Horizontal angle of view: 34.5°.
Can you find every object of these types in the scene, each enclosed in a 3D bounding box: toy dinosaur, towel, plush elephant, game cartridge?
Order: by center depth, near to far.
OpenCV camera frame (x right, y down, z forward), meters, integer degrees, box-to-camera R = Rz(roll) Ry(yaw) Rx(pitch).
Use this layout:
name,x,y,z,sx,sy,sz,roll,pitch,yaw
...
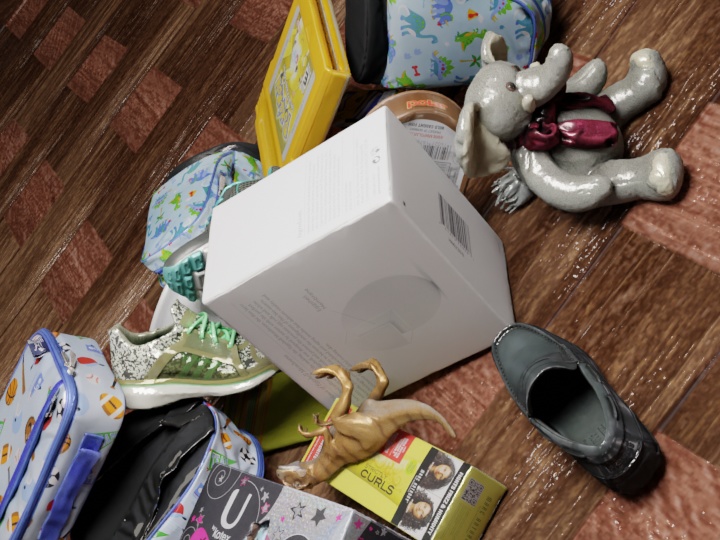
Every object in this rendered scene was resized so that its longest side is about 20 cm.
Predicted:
name,x,y,z,sx,sy,sz,roll,pitch,yaw
toy dinosaur,0.009,0.125,0.968,0.199,0.060,0.108,-33,62,36
plush elephant,0.159,-0.135,1.002,0.198,0.154,0.167,-22,44,37
towel,-0.071,0.140,1.166,0.198,0.018,0.087,-21,49,39
game cartridge,-0.070,-0.188,1.254,0.178,0.032,0.201,-104,31,-42

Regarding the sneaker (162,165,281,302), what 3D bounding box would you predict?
name,x,y,z,sx,sy,sz,roll,pitch,yaw
sneaker,-0.119,-0.040,1.129,0.199,0.079,0.091,-30,52,-35

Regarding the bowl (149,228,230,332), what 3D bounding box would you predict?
name,x,y,z,sx,sy,sz,roll,pitch,yaw
bowl,-0.129,0.052,1.202,0.089,0.201,0.203,25,77,17

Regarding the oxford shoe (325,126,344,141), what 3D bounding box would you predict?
name,x,y,z,sx,sy,sz,roll,pitch,yaw
oxford shoe,0.010,-0.094,1.208,0.199,0.073,0.072,37,106,45

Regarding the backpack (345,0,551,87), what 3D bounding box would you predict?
name,x,y,z,sx,sy,sz,roll,pitch,yaw
backpack,0.093,-0.260,1.171,0.196,0.165,0.155,-9,42,-15

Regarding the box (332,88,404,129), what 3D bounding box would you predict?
name,x,y,z,sx,sy,sz,roll,pitch,yaw
box,-0.007,-0.158,1.305,0.199,0.070,0.065,9,68,53

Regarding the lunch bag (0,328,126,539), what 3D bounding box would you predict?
name,x,y,z,sx,sy,sz,roll,pitch,yaw
lunch bag,-0.289,0.161,1.069,0.202,0.075,0.160,-64,34,14

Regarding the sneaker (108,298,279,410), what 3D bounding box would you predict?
name,x,y,z,sx,sy,sz,roll,pitch,yaw
sneaker,-0.151,0.070,1.091,0.196,0.090,0.077,-12,15,-3

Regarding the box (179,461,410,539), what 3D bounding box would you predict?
name,x,y,z,sx,sy,sz,roll,pitch,yaw
box,-0.045,0.243,0.932,0.198,0.132,0.116,3,63,51

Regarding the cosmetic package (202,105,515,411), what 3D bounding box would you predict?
name,x,y,z,sx,sy,sz,roll,pitch,yaw
cosmetic package,0.000,0.000,1.022,0.198,0.199,0.124,-28,40,23

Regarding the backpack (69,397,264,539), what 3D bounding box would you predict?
name,x,y,z,sx,sy,sz,roll,pitch,yaw
backpack,-0.173,0.220,1.090,0.192,0.153,0.200,-55,33,0

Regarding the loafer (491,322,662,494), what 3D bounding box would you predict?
name,x,y,z,sx,sy,sz,roll,pitch,yaw
loafer,0.153,0.091,0.883,0.068,0.070,0.201,-48,34,5

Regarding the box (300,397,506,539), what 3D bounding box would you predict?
name,x,y,z,sx,sy,sz,roll,pitch,yaw
box,0.031,0.173,0.977,0.199,0.050,0.076,19,76,56

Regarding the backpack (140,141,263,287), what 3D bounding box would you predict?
name,x,y,z,sx,sy,sz,roll,pitch,yaw
backpack,-0.184,-0.050,1.381,0.161,0.153,0.203,-23,56,27

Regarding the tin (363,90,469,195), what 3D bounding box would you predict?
name,x,y,z,sx,sy,sz,roll,pitch,yaw
tin,0.040,-0.071,1.082,0.042,0.110,0.202,-95,15,-52
